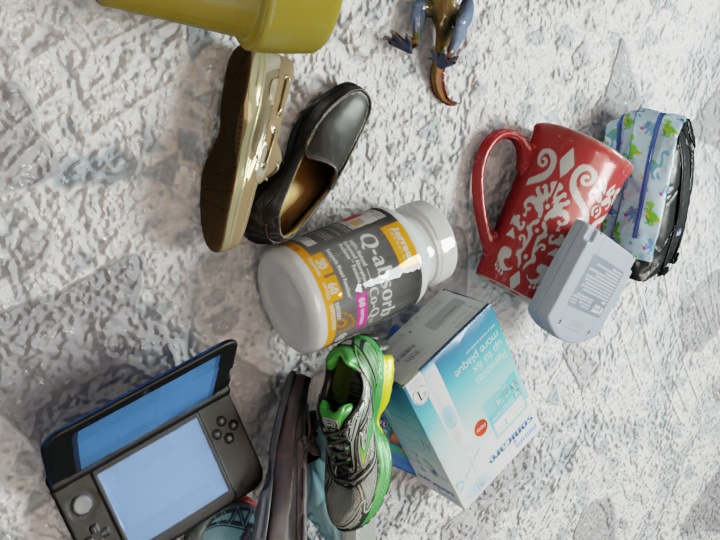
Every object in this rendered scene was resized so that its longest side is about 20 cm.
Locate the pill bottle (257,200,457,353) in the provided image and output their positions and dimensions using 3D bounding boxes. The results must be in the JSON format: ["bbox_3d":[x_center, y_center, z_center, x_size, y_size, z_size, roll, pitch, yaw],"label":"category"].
[{"bbox_3d":[0.000,0.000,0.940,0.199,0.116,0.118,-24,115,-30],"label":"pill bottle"}]

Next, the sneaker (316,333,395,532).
[{"bbox_3d":[-0.018,0.167,0.909,0.085,0.077,0.203,0,91,-58],"label":"sneaker"}]

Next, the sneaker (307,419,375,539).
[{"bbox_3d":[-0.034,0.266,0.997,0.074,0.081,0.203,10,71,-70],"label":"sneaker"}]

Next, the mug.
[{"bbox_3d":[0.215,-0.071,1.102,0.202,0.176,0.133,-65,165,1],"label":"mug"}]

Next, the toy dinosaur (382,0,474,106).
[{"bbox_3d":[0.089,-0.318,0.973,0.200,0.104,0.183,75,35,-68],"label":"toy dinosaur"}]

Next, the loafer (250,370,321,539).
[{"bbox_3d":[-0.069,0.209,0.937,0.062,0.072,0.202,11,67,0],"label":"loafer"}]

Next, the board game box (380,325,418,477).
[{"bbox_3d":[0.084,0.177,1.097,0.199,0.045,0.153,32,82,-37],"label":"board game box"}]

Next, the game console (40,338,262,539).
[{"bbox_3d":[-0.186,0.182,0.841,0.199,0.118,0.172,-28,100,-27],"label":"game console"}]

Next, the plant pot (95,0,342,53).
[{"bbox_3d":[-0.125,-0.285,0.733,0.187,0.201,0.203,-3,105,-20],"label":"plant pot"}]

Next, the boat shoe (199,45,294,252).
[{"bbox_3d":[-0.105,-0.114,0.858,0.064,0.071,0.203,10,95,-37],"label":"boat shoe"}]

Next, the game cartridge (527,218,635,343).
[{"bbox_3d":[0.266,0.021,1.063,0.199,0.040,0.135,19,96,-58],"label":"game cartridge"}]

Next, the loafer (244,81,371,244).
[{"bbox_3d":[-0.043,-0.107,0.907,0.073,0.072,0.201,40,77,-36],"label":"loafer"}]

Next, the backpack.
[{"bbox_3d":[0.380,-0.113,1.180,0.163,0.153,0.202,-30,142,-50],"label":"backpack"}]

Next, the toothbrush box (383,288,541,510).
[{"bbox_3d":[0.109,0.148,1.026,0.146,0.085,0.201,-39,123,-23],"label":"toothbrush box"}]

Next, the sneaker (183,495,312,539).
[{"bbox_3d":[-0.098,0.305,0.961,0.199,0.095,0.080,33,82,-38],"label":"sneaker"}]
